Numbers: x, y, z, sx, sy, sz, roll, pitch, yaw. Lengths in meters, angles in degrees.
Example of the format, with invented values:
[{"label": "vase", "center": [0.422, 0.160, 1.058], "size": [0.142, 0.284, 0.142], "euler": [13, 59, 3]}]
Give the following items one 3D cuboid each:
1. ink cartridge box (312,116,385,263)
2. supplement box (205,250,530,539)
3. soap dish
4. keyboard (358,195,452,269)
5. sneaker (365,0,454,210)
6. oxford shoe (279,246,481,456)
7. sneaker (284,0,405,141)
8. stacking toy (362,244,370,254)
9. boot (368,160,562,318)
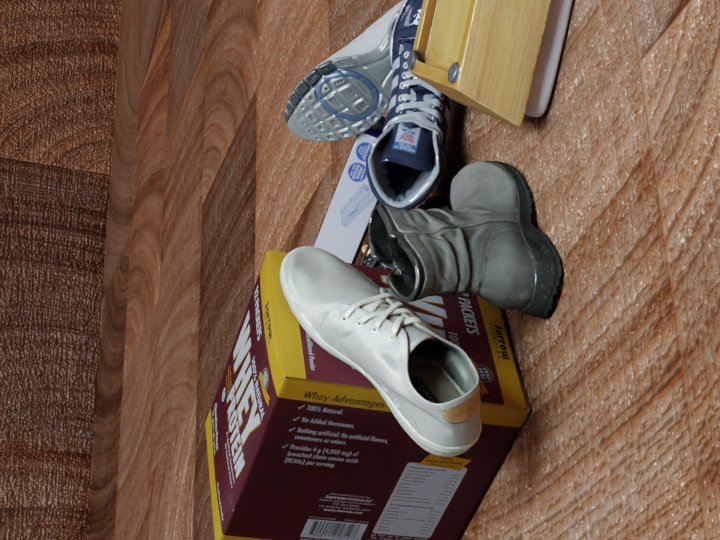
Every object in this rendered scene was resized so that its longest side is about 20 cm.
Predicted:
[{"label": "ink cartridge box", "center": [-0.013, -0.046, 1.457], "size": [0.094, 0.044, 0.202], "euler": [-64, -3, -72]}, {"label": "supplement box", "center": [-0.003, 0.114, 1.186], "size": [0.134, 0.195, 0.201], "euler": [-101, 26, -46]}, {"label": "soap dish", "center": [0.106, -0.224, 1.185], "size": [0.157, 0.080, 0.202], "euler": [-137, 58, -70]}, {"label": "keyboard", "center": [0.000, 0.000, 1.311], "size": [0.200, 0.040, 0.104], "euler": [-45, 19, -6]}, {"label": "sneaker", "center": [0.049, -0.146, 1.298], "size": [0.109, 0.069, 0.202], "euler": [-59, -22, -78]}, {"label": "oxford shoe", "center": [0.018, 0.044, 1.067], "size": [0.200, 0.075, 0.058], "euler": [46, 144, 27]}, {"label": "sneaker", "center": [0.015, -0.190, 1.392], "size": [0.199, 0.075, 0.087], "euler": [-35, 13, 8]}, {"label": "stacking toy", "center": [0.008, 0.050, 1.374], "size": [0.110, 0.115, 0.202], "euler": [126, 159, -52]}, {"label": "boot", "center": [0.066, -0.037, 1.145], "size": [0.201, 0.129, 0.068], "euler": [-112, 35, -58]}]
